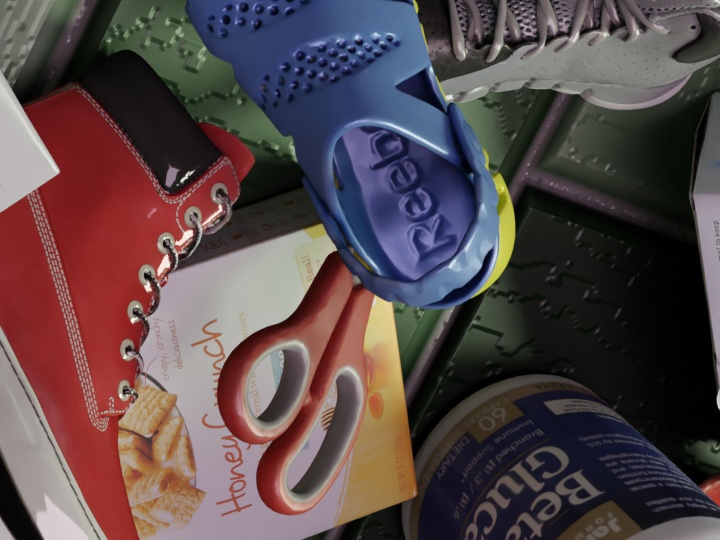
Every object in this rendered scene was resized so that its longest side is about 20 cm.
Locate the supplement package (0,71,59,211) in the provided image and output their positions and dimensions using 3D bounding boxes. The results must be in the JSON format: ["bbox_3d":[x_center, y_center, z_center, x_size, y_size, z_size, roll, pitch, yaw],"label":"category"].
[{"bbox_3d":[-0.225,-0.041,0.901,0.200,0.117,0.117,-35,127,-9],"label":"supplement package"}]

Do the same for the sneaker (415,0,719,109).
[{"bbox_3d":[0.077,-0.109,1.028,0.200,0.115,0.075,-2,78,-36],"label":"sneaker"}]

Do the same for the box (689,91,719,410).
[{"bbox_3d":[0.241,0.026,1.156,0.176,0.097,0.200,-4,122,17],"label":"box"}]

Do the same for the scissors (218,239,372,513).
[{"bbox_3d":[0.000,0.000,1.047,0.073,0.014,0.200,53,52,-36],"label":"scissors"}]

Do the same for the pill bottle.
[{"bbox_3d":[0.108,0.134,1.131,0.111,0.200,0.111,-13,121,-23],"label":"pill bottle"}]

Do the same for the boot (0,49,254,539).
[{"bbox_3d":[-0.084,0.024,1.000,0.144,0.072,0.200,-24,89,-20],"label":"boot"}]

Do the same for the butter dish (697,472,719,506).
[{"bbox_3d":[0.190,0.229,1.262,0.200,0.148,0.200,-50,128,4],"label":"butter dish"}]

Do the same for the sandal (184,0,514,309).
[{"bbox_3d":[-0.003,-0.064,0.958,0.079,0.087,0.200,-32,107,9],"label":"sandal"}]

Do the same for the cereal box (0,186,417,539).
[{"bbox_3d":[-0.079,0.058,1.085,0.200,0.040,0.144,-20,122,-19],"label":"cereal box"}]
